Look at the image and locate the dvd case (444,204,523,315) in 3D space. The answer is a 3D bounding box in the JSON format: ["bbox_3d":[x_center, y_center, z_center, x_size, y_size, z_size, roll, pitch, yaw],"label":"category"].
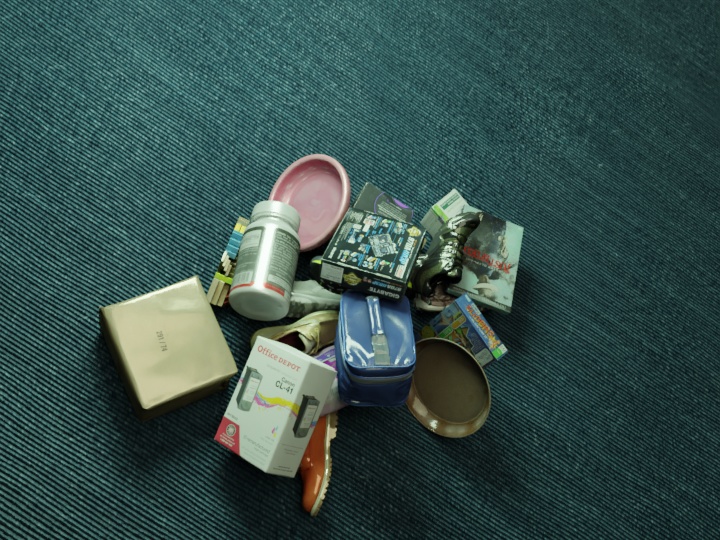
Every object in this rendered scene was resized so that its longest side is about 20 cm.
[{"bbox_3d":[0.257,-0.024,1.739,0.144,0.022,0.202,21,65,-11],"label":"dvd case"}]

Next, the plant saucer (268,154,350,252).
[{"bbox_3d":[-0.097,-0.129,1.683,0.051,0.198,0.204,30,52,-52],"label":"plant saucer"}]

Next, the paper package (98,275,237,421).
[{"bbox_3d":[-0.343,0.138,1.515,0.189,0.104,0.202,-20,75,-24],"label":"paper package"}]

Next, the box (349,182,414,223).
[{"bbox_3d":[0.007,-0.052,1.709,0.121,0.106,0.202,30,63,-5],"label":"box"}]

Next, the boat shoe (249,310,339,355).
[{"bbox_3d":[-0.107,0.132,1.598,0.197,0.066,0.075,-17,117,-11],"label":"boat shoe"}]

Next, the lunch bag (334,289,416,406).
[{"bbox_3d":[0.026,0.124,1.497,0.134,0.133,0.202,1,47,-9],"label":"lunch bag"}]

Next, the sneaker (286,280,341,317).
[{"bbox_3d":[-0.075,0.052,1.657,0.197,0.075,0.083,13,48,-22],"label":"sneaker"}]

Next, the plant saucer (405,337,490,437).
[{"bbox_3d":[0.165,0.219,1.616,0.201,0.200,0.034,54,38,8],"label":"plant saucer"}]

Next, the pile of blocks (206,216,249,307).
[{"bbox_3d":[-0.236,-0.014,1.625,0.061,0.082,0.202,22,63,-9],"label":"pile of blocks"}]

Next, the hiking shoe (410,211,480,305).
[{"bbox_3d":[0.178,-0.023,1.672,0.200,0.076,0.101,-47,62,2],"label":"hiking shoe"}]

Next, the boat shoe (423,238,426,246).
[{"bbox_3d":[0.087,0.002,1.734,0.064,0.071,0.202,25,62,-6],"label":"boat shoe"}]

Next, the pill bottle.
[{"bbox_3d":[-0.173,-0.019,1.580,0.112,0.114,0.203,16,60,-12],"label":"pill bottle"}]

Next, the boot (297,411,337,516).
[{"bbox_3d":[-0.103,0.341,1.536,0.106,0.075,0.203,10,57,-11],"label":"boot"}]

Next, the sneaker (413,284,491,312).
[{"bbox_3d":[0.205,0.026,1.744,0.197,0.076,0.118,0,91,-19],"label":"sneaker"}]

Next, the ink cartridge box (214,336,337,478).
[{"bbox_3d":[-0.149,0.236,1.476,0.085,0.146,0.203,25,85,-50],"label":"ink cartridge box"}]

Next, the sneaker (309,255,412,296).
[{"bbox_3d":[0.000,0.000,1.598,0.197,0.074,0.082,11,51,-14],"label":"sneaker"}]

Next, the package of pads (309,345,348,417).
[{"bbox_3d":[-0.026,0.192,1.588,0.198,0.120,0.077,-20,117,-26],"label":"package of pads"}]

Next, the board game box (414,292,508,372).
[{"bbox_3d":[0.186,0.144,1.636,0.034,0.200,0.136,-29,80,-33],"label":"board game box"}]

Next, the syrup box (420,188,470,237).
[{"bbox_3d":[0.228,-0.063,1.803,0.078,0.082,0.200,-37,82,-27],"label":"syrup box"}]

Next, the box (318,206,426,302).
[{"bbox_3d":[0.026,-0.034,1.552,0.157,0.047,0.201,15,35,7],"label":"box"}]
